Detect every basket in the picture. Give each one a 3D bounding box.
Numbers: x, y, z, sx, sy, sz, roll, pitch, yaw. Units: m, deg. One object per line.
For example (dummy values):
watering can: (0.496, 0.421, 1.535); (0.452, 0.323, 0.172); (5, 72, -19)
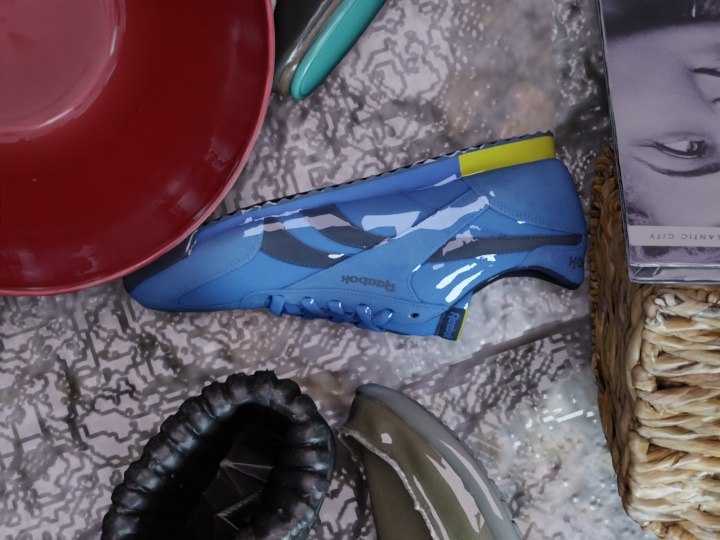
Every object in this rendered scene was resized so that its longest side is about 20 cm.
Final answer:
basket: (0.201, 0.035, 1.074); (0.199, 0.149, 0.143); (-2, 118, -3)

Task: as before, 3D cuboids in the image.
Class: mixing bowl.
mixing bowl: (-0.142, -0.099, 1.031); (0.199, 0.108, 0.201); (-3, 104, -13)

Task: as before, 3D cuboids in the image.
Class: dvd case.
dvd case: (0.177, -0.069, 1.043); (0.148, 0.016, 0.200); (1, 46, -2)

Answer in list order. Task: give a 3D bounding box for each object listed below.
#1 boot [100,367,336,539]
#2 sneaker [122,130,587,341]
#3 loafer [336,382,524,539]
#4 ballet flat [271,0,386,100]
boot: (-0.071, 0.138, 0.999); (0.079, 0.158, 0.212); (19, 89, 1)
sneaker: (0.000, 0.000, 1.065); (0.199, 0.066, 0.079); (-14, 89, -4)
loafer: (0.041, 0.141, 1.048); (0.070, 0.075, 0.200); (-30, 87, -10)
ballet flat: (0.011, -0.161, 1.085); (0.068, 0.068, 0.200); (40, 73, 11)
